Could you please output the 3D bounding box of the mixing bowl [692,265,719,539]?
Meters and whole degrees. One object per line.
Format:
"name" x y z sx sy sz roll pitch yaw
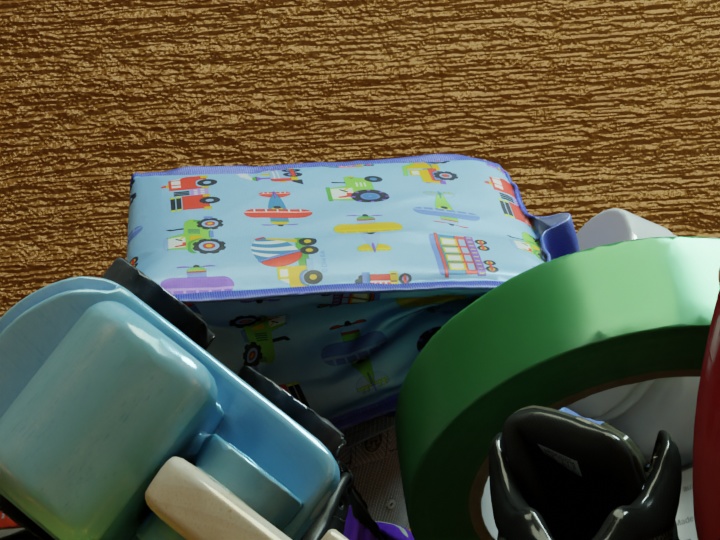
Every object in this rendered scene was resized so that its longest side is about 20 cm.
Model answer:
"mixing bowl" 0.189 0.085 0.606 0.199 0.109 0.201 19 26 -10

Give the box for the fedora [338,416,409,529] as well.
"fedora" -0.025 0.109 0.964 0.176 0.091 0.199 -4 10 41

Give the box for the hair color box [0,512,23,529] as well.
"hair color box" -0.189 0.064 0.694 0.110 0.064 0.200 7 -1 32

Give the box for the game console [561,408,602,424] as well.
"game console" 0.226 0.106 1.048 0.199 0.119 0.171 15 43 31

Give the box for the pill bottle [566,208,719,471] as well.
"pill bottle" 0.187 0.053 0.860 0.199 0.114 0.113 24 -5 -16

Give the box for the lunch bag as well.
"lunch bag" 0.000 0.000 0.809 0.198 0.095 0.151 -13 25 -1

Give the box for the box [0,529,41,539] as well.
"box" -0.141 0.101 0.859 0.199 0.037 0.145 -22 21 6

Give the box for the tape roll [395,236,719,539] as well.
"tape roll" 0.115 0.070 0.747 0.199 0.048 0.201 -4 -42 -4

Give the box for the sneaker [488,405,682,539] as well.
"sneaker" 0.097 0.105 0.674 0.076 0.115 0.199 -1 0 20

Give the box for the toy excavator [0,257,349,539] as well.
"toy excavator" -0.057 0.071 0.567 0.194 0.100 0.200 37 -6 12

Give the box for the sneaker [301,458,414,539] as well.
"sneaker" -0.017 0.113 0.747 0.069 0.100 0.200 0 4 20
